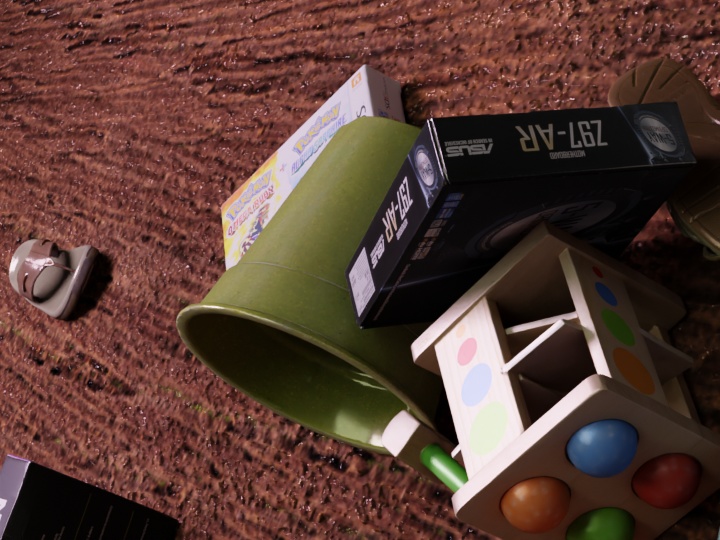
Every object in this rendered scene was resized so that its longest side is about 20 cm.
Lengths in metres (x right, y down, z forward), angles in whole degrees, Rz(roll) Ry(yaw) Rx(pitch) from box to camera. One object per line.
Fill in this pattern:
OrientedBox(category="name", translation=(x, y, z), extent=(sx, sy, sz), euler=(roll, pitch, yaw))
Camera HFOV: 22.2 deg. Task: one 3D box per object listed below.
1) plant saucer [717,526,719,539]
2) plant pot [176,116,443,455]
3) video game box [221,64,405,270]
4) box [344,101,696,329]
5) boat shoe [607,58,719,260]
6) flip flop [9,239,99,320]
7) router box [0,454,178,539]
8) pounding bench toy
OrientedBox(category="plant saucer", translation=(0.266, 0.136, 0.937), extent=(0.200, 0.027, 0.201), euler=(-35, 41, 37))
OrientedBox(category="plant pot", translation=(0.000, 0.000, 1.294), extent=(0.200, 0.200, 0.190), euler=(-5, 54, 54))
OrientedBox(category="video game box", translation=(-0.035, -0.042, 1.500), extent=(0.200, 0.047, 0.182), euler=(-42, 35, 29))
OrientedBox(category="box", translation=(0.092, -0.031, 1.127), extent=(0.200, 0.160, 0.044), euler=(121, 140, -59))
OrientedBox(category="boat shoe", translation=(0.219, -0.058, 1.134), extent=(0.073, 0.063, 0.200), euler=(-28, 41, 5))
OrientedBox(category="flip flop", translation=(-0.327, -0.002, 1.886), extent=(0.200, 0.058, 0.081), euler=(16, 80, 59))
OrientedBox(category="router box", translation=(-0.250, 0.268, 1.480), extent=(0.051, 0.149, 0.200), euler=(1, 67, 55))
OrientedBox(category="pounding bench toy", translation=(0.104, 0.108, 1.103), extent=(0.200, 0.124, 0.156), euler=(-44, 36, 27))
